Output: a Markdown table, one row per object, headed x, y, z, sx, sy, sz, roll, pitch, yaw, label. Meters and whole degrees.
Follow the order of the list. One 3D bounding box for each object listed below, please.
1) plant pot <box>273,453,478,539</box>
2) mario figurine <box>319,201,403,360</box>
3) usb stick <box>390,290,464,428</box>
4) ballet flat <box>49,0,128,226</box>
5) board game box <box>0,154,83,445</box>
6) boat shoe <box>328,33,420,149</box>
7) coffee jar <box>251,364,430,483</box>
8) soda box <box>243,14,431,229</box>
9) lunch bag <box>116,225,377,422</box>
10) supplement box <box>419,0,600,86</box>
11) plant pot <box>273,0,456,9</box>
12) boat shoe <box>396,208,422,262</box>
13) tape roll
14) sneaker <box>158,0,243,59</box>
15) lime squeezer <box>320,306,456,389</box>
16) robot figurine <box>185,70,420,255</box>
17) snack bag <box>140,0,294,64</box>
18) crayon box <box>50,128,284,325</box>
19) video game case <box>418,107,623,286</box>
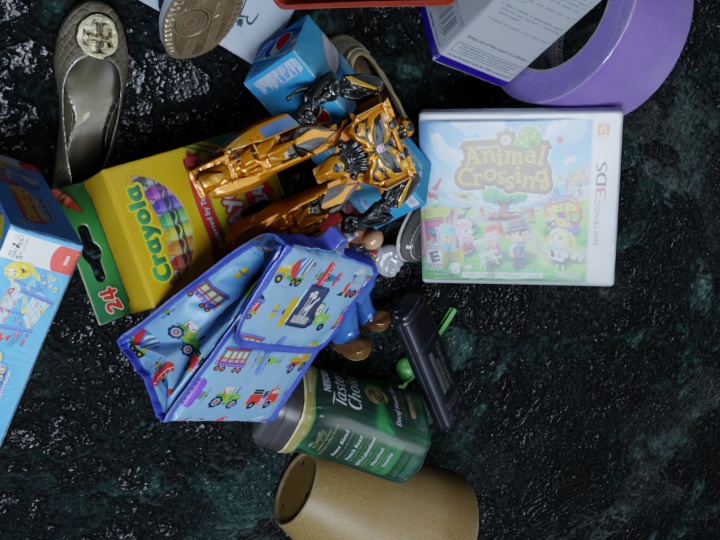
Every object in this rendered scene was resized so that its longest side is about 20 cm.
| x | y | z | sx | sy | sz | roll | pitch | yaw | label |
| --- | --- | --- | --- | --- | --- | --- | --- | --- | --- |
| 0.004 | 0.292 | 1.120 | 0.199 | 0.186 | 0.187 | 28 | 97 | -22 | plant pot |
| 0.000 | 0.000 | 0.995 | 0.105 | 0.124 | 0.201 | -13 | 126 | -2 | mario figurine |
| 0.081 | 0.107 | 1.107 | 0.056 | 0.032 | 0.201 | -55 | 138 | -34 | usb stick |
| -0.238 | -0.132 | 0.828 | 0.067 | 0.046 | 0.201 | 2 | 111 | -33 | ballet flat |
| -0.306 | 0.024 | 0.766 | 0.056 | 0.200 | 0.197 | 18 | 102 | -34 | board game box |
| 0.015 | -0.144 | 0.966 | 0.073 | 0.063 | 0.200 | -39 | 127 | -9 | boat shoe |
| -0.026 | 0.162 | 1.045 | 0.199 | 0.105 | 0.086 | 18 | 122 | -23 | coffee jar |
| -0.016 | -0.137 | 0.895 | 0.064 | 0.068 | 0.200 | -25 | 123 | 30 | soda box |
| -0.082 | 0.034 | 0.817 | 0.200 | 0.094 | 0.150 | -46 | 152 | 18 | lunch bag |
| 0.158 | -0.284 | 0.899 | 0.103 | 0.102 | 0.200 | 11 | 145 | -35 | supplement box |
| 0.036 | -0.343 | 0.793 | 0.176 | 0.199 | 0.201 | -35 | 124 | -41 | plant pot |
| 0.121 | -0.075 | 1.041 | 0.200 | 0.057 | 0.067 | -41 | 127 | -26 | boat shoe |
| 0.227 | -0.255 | 0.956 | 0.085 | 0.200 | 0.201 | 13 | 106 | -35 | tape roll |
| -0.144 | -0.278 | 0.781 | 0.070 | 0.109 | 0.200 | -18 | 154 | -28 | sneaker |
| 0.037 | 0.111 | 1.131 | 0.199 | 0.038 | 0.071 | -22 | 91 | -20 | lime squeezer |
| -0.040 | -0.084 | 0.822 | 0.199 | 0.058 | 0.146 | -26 | 110 | -7 | robot figurine |
| -0.115 | -0.301 | 0.837 | 0.199 | 0.021 | 0.189 | 23 | 100 | -40 | snack bag |
| -0.158 | -0.043 | 0.846 | 0.199 | 0.051 | 0.128 | -24 | 97 | -36 | crayon box |
| 0.160 | -0.073 | 0.960 | 0.199 | 0.022 | 0.183 | 1 | 111 | 10 | video game case |
